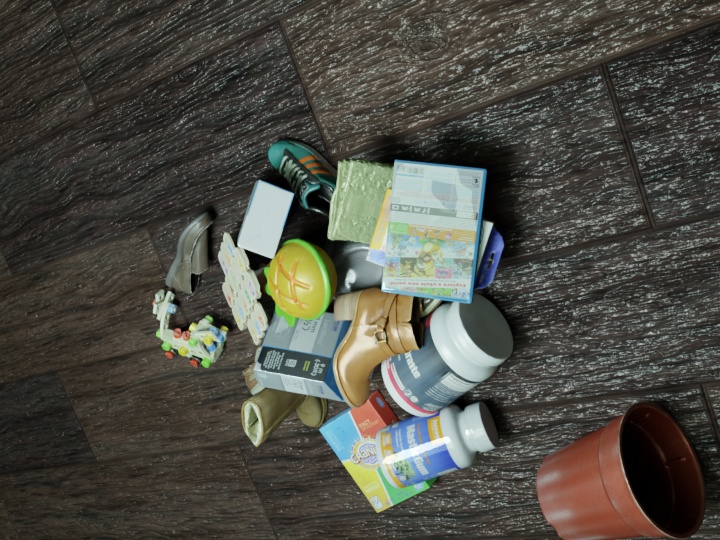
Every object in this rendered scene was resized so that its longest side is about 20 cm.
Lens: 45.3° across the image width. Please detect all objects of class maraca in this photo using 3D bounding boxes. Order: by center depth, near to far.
[{"bbox_3d":[-0.108,0.023,1.463,0.200,0.106,0.139,-34,77,54],"label":"maraca"}]

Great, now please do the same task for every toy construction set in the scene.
[{"bbox_3d":[-0.357,0.128,1.768,0.199,0.092,0.132,29,147,27],"label":"toy construction set"}]

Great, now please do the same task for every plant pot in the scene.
[{"bbox_3d":[0.393,0.331,1.343,0.195,0.200,0.202,-34,91,45],"label":"plant pot"}]

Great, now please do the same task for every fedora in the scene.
[{"bbox_3d":[0.000,0.000,1.495,0.198,0.090,0.179,-19,99,36],"label":"fedora"}]

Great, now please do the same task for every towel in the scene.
[{"bbox_3d":[0.050,-0.105,1.398,0.197,0.037,0.150,7,118,-11],"label":"towel"}]

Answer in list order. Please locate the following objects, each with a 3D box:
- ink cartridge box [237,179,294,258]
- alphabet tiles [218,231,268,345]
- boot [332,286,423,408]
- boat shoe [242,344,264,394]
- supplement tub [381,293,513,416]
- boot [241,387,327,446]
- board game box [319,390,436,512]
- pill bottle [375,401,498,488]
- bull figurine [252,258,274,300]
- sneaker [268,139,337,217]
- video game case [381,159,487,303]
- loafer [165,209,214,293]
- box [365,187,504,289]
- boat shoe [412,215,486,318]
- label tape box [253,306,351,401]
[{"bbox_3d":[-0.168,-0.093,1.512,0.066,0.200,0.117,18,93,-9],"label":"ink cartridge box"},{"bbox_3d":[-0.223,0.036,1.607,0.198,0.014,0.200,64,155,15],"label":"alphabet tiles"},{"bbox_3d":[0.034,0.129,1.413,0.153,0.073,0.203,-2,97,31],"label":"boot"},{"bbox_3d":[-0.174,0.172,1.687,0.072,0.076,0.200,49,125,7],"label":"boat shoe"},{"bbox_3d":[0.142,0.141,1.436,0.141,0.140,0.200,50,126,3],"label":"supplement tub"},{"bbox_3d":[-0.144,0.266,1.625,0.065,0.200,0.178,10,119,29],"label":"boot"},{"bbox_3d":[0.033,0.349,1.653,0.153,0.040,0.201,-37,89,37],"label":"board game box"},{"bbox_3d":[0.135,0.300,1.511,0.198,0.112,0.113,-24,97,20],"label":"pill bottle"},{"bbox_3d":[-0.140,0.020,1.591,0.121,0.065,0.200,38,145,-10],"label":"bull figurine"},{"bbox_3d":[-0.090,-0.157,1.490,0.199,0.080,0.072,35,124,15],"label":"sneaker"},{"bbox_3d":[0.111,-0.060,1.308,0.141,0.018,0.203,7,97,12],"label":"video game case"},{"bbox_3d":[-0.321,-0.034,1.700,0.070,0.073,0.201,32,129,3],"label":"loafer"},{"bbox_3d":[0.118,-0.042,1.336,0.197,0.041,0.121,19,99,13],"label":"box"},{"bbox_3d":[0.120,-0.019,1.398,0.074,0.075,0.204,24,107,-25],"label":"boat shoe"},{"bbox_3d":[-0.074,0.147,1.542,0.197,0.145,0.067,7,144,15],"label":"label tape box"}]
